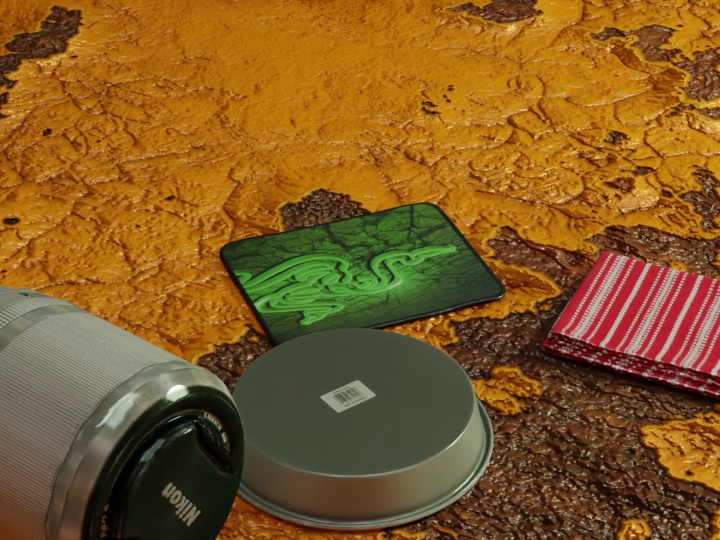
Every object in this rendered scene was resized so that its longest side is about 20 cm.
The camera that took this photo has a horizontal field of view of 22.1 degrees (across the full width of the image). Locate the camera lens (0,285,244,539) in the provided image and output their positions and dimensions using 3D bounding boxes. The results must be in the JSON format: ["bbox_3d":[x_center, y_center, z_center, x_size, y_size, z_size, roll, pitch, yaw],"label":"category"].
[{"bbox_3d":[-0.187,0.110,1.181,0.199,0.161,0.160,23,40,32],"label":"camera lens"}]

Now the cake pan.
[{"bbox_3d":[-0.005,0.104,1.299,0.199,0.037,0.201,-1,33,1],"label":"cake pan"}]

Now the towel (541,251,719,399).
[{"bbox_3d":[0.254,0.042,1.403,0.199,0.023,0.145,14,35,22],"label":"towel"}]

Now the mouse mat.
[{"bbox_3d":[0.000,0.000,1.488,0.199,0.008,0.161,-14,35,-17],"label":"mouse mat"}]
